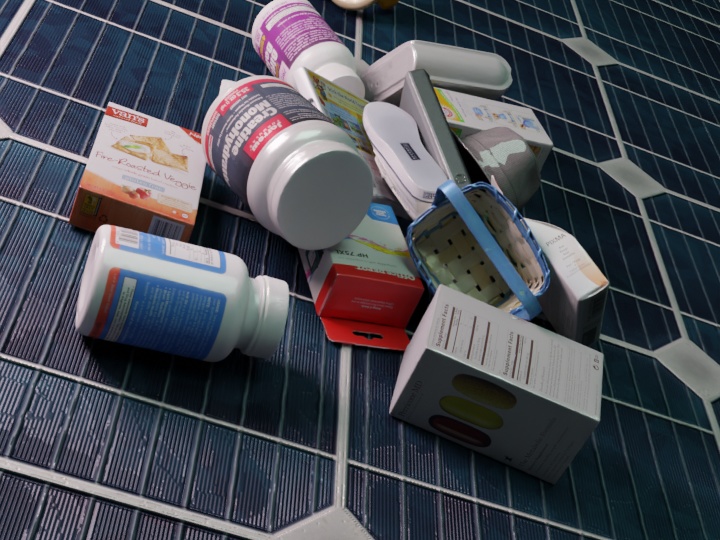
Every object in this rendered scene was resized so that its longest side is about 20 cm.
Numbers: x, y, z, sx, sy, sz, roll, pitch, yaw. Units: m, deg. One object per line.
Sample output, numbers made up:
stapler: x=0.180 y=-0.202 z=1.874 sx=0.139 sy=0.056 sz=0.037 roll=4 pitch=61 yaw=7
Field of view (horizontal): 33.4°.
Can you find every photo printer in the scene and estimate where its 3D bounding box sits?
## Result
photo printer: x=0.118 y=-0.282 z=1.810 sx=0.198 sy=0.166 sz=0.070 roll=3 pitch=76 yaw=-31

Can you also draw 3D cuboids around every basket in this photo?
basket: x=0.135 y=-0.019 z=1.384 sx=0.177 sy=0.138 sz=0.200 roll=57 pitch=-1 yaw=0

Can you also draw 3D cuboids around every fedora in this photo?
fedora: x=0.182 y=-0.131 z=1.603 sx=0.090 sy=0.200 sz=0.178 roll=-33 pitch=80 yaw=-9

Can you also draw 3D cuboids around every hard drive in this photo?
hard drive: x=0.094 y=-0.141 z=1.561 sx=0.033 sy=0.140 sz=0.202 roll=-11 pitch=60 yaw=-13

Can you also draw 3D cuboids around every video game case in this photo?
video game case: x=-0.001 y=-0.161 z=1.559 sx=0.199 sy=0.023 sz=0.183 roll=15 pitch=48 yaw=-60

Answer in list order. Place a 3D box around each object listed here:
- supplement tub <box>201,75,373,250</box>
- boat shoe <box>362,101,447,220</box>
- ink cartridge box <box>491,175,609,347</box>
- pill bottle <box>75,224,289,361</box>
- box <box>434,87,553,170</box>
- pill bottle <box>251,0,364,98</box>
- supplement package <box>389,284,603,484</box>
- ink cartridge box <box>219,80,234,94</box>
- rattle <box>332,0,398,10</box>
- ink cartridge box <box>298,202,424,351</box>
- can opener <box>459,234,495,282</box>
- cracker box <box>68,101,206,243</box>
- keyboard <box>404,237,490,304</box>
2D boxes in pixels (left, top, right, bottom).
supplement tub: x=-0.086 y=-0.126 z=1.380 sx=0.139 sy=0.142 sz=0.200 roll=0 pitch=30 yaw=-35
boat shoe: x=0.047 y=-0.137 z=1.516 sx=0.073 sy=0.066 sz=0.201 roll=0 pitch=41 yaw=-21
ink cartridge box: x=0.231 y=-0.013 z=1.487 sx=0.050 sy=0.163 sz=0.201 roll=-26 pitch=63 yaw=-7
pill bottle: x=-0.177 y=0.030 z=1.206 sx=0.198 sy=0.113 sz=0.113 roll=14 pitch=34 yaw=-18
box: x=0.157 y=-0.181 z=1.733 sx=0.198 sy=0.113 sz=0.102 roll=10 pitch=35 yaw=-23
pill bottle: x=-0.074 y=-0.304 z=1.749 sx=0.111 sy=0.113 sz=0.201 roll=-1 pitch=40 yaw=-35
supplement package: x=0.147 y=0.123 z=1.292 sx=0.198 sy=0.114 sz=0.110 roll=22 pitch=38 yaw=-3
ink cartridge box: x=-0.101 y=-0.172 z=1.597 sx=0.198 sy=0.050 sz=0.163 roll=14 pitch=35 yaw=-10
rattle: x=-0.037 y=-0.524 z=2.117 sx=0.198 sy=0.132 sz=0.143 roll=2 pitch=18 yaw=12
ink cartridge box: x=0.000 y=0.000 z=1.411 sx=0.115 sy=0.068 sz=0.201 roll=9 pitch=37 yaw=-24
can opener: x=0.151 y=-0.046 z=1.590 sx=0.052 sy=0.067 sz=0.200 roll=3 pitch=34 yaw=-32
cracker box: x=-0.253 y=-0.108 z=1.399 sx=0.133 sy=0.058 sz=0.201 roll=18 pitch=33 yaw=-13
keyboard: x=0.119 y=0.022 z=1.519 sx=0.200 sy=0.011 sz=0.056 roll=40 pitch=30 yaw=20
